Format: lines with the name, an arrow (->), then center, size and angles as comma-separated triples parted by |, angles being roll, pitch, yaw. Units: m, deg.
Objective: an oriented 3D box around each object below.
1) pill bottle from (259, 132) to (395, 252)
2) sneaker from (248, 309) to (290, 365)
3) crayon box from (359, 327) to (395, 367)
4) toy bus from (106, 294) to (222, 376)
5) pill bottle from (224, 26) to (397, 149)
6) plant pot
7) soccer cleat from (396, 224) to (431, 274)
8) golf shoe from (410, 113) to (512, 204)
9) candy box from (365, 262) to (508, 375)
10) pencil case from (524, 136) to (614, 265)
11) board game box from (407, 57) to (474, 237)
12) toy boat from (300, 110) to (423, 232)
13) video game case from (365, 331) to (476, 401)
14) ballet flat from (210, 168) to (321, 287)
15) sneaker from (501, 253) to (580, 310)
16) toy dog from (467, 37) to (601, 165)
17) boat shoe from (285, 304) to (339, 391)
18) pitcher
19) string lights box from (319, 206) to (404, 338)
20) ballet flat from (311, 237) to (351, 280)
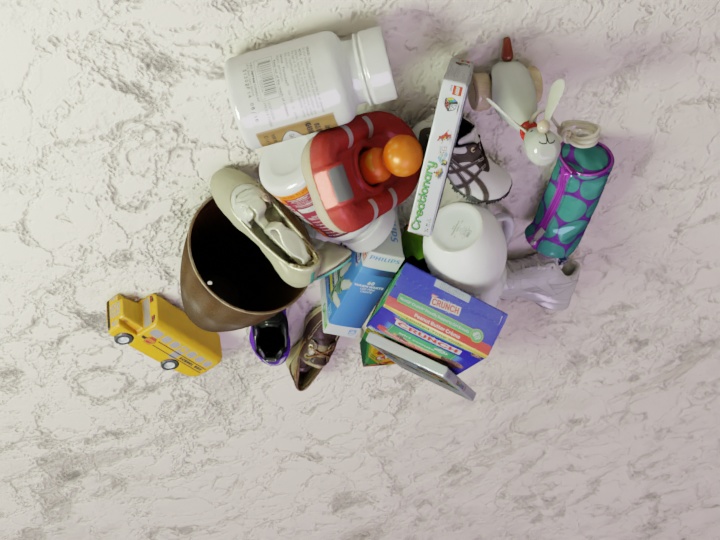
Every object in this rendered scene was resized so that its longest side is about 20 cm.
pill bottle -> -0.041, -0.109, 1.550 | 0.108, 0.111, 0.200 | -28, 140, 21
sneaker -> -0.147, 0.114, 1.819 | 0.068, 0.101, 0.202 | -6, 143, -4
crayon box -> 0.074, 0.106, 1.866 | 0.124, 0.052, 0.200 | -4, 160, -9
toy bus -> -0.311, 0.099, 1.786 | 0.078, 0.066, 0.200 | -28, 140, 21
pill bottle -> -0.059, -0.229, 1.384 | 0.196, 0.116, 0.115 | -15, 144, 5
plant pot -> -0.187, 0.009, 1.632 | 0.184, 0.190, 0.200 | 7, 155, -23
soccer cleat -> 0.079, 0.013, 1.766 | 0.066, 0.082, 0.202 | -4, 143, -10
golf shoe -> 0.150, -0.157, 1.568 | 0.197, 0.079, 0.094 | 16, 135, -34
candy box -> 0.107, 0.075, 1.663 | 0.167, 0.078, 0.200 | 27, 164, -1
pencil case -> 0.306, -0.104, 1.671 | 0.092, 0.085, 0.202 | -27, 150, -28
board game box -> 0.104, -0.159, 1.447 | 0.034, 0.127, 0.203 | 14, 113, 4
toy boat -> 0.024, -0.136, 1.434 | 0.129, 0.133, 0.199 | -14, -168, 35
video game case -> 0.099, 0.154, 1.793 | 0.141, 0.018, 0.200 | 24, 172, 24
ballet flat -> -0.125, -0.066, 1.524 | 0.200, 0.069, 0.069 | 47, 126, 0
sneaker -> 0.269, 0.001, 1.829 | 0.197, 0.075, 0.101 | 10, 120, -27
toy dog -> 0.207, -0.223, 1.428 | 0.130, 0.200, 0.098 | -24, 132, -24
boat shoe -> -0.070, 0.132, 1.888 | 0.071, 0.073, 0.201 | 10, 138, -27
pitcher -> 0.172, -0.038, 1.666 | 0.120, 0.174, 0.200 | 19, 162, 26
string lights box -> 0.000, 0.000, 1.708 | 0.058, 0.104, 0.201 | 10, 138, -19
ballet flat -> -0.085, -0.012, 1.668 | 0.068, 0.071, 0.199 | 13, 159, -29
